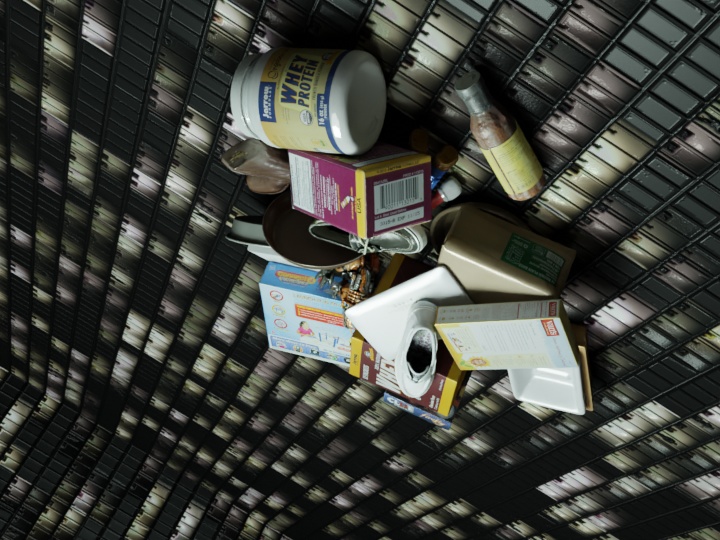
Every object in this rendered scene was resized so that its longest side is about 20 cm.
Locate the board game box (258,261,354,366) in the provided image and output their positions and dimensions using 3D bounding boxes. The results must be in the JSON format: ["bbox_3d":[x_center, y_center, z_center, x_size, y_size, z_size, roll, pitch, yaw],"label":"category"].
[{"bbox_3d":[-0.084,0.088,1.757,0.196,0.056,0.198,12,140,12],"label":"board game box"}]

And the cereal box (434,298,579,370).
[{"bbox_3d":[0.229,0.103,1.433,0.196,0.040,0.145,-4,143,24],"label":"cereal box"}]

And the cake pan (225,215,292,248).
[{"bbox_3d":[-0.141,-0.069,1.647,0.196,0.038,0.200,6,-172,-1],"label":"cake pan"}]

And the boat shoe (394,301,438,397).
[{"bbox_3d":[0.094,0.144,1.488,0.071,0.069,0.202,14,131,0],"label":"boat shoe"}]

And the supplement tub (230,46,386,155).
[{"bbox_3d":[-0.075,-0.247,1.342,0.197,0.146,0.146,9,144,28],"label":"supplement tub"}]

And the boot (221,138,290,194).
[{"bbox_3d":[-0.171,-0.168,1.501,0.184,0.066,0.199,-13,175,34],"label":"boot"}]

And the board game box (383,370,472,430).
[{"bbox_3d":[0.141,0.180,1.726,0.133,0.202,0.035,21,148,10],"label":"board game box"}]

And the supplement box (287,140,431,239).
[{"bbox_3d":[-0.003,-0.130,1.382,0.199,0.129,0.105,26,125,50],"label":"supplement box"}]

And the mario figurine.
[{"bbox_3d":[0.082,-0.140,1.463,0.125,0.105,0.201,58,143,21],"label":"mario figurine"}]

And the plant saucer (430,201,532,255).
[{"bbox_3d":[0.209,-0.043,1.519,0.197,0.030,0.202,20,147,14],"label":"plant saucer"}]

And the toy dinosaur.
[{"bbox_3d":[0.000,0.000,1.590,0.101,0.202,0.135,34,163,-14],"label":"toy dinosaur"}]

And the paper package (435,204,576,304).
[{"bbox_3d":[0.215,0.015,1.472,0.197,0.104,0.192,25,149,7],"label":"paper package"}]

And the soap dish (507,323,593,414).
[{"bbox_3d":[0.340,0.165,1.662,0.155,0.082,0.202,11,145,27],"label":"soap dish"}]

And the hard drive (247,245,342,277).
[{"bbox_3d":[-0.105,-0.013,1.733,0.130,0.027,0.199,10,169,29],"label":"hard drive"}]

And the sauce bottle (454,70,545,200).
[{"bbox_3d":[0.194,-0.188,1.290,0.065,0.067,0.201,-1,137,39],"label":"sauce bottle"}]

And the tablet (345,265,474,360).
[{"bbox_3d":[0.086,0.073,1.485,0.198,0.014,0.130,-25,121,30],"label":"tablet"}]

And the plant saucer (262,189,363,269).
[{"bbox_3d":[-0.064,-0.068,1.532,0.197,0.201,0.032,18,138,17],"label":"plant saucer"}]

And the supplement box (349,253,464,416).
[{"bbox_3d":[0.108,0.113,1.660,0.197,0.199,0.134,22,148,11],"label":"supplement box"}]

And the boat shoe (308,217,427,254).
[{"bbox_3d":[0.010,-0.054,1.448,0.197,0.064,0.072,13,136,31],"label":"boat shoe"}]
